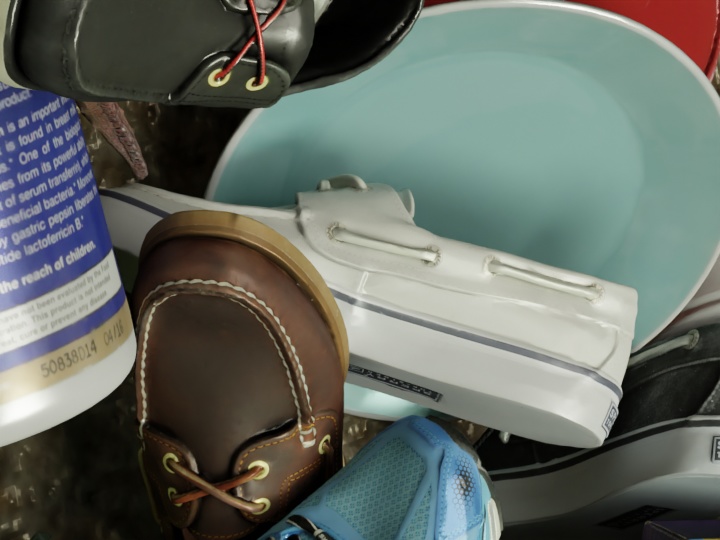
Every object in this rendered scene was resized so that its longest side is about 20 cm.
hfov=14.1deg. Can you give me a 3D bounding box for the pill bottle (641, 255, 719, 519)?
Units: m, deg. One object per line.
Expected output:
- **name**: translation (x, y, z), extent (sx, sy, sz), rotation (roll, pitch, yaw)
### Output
- **pill bottle**: translation (0.175, 0.090, 1.176), extent (0.114, 0.114, 0.201), rotation (13, 58, -44)

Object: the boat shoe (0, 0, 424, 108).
- **boat shoe**: translation (-0.042, -0.087, 0.891), extent (0.201, 0.063, 0.074), rotation (-21, 132, -61)

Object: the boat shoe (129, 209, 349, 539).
- **boat shoe**: translation (-0.038, 0.062, 0.976), extent (0.200, 0.070, 0.071), rotation (76, 22, -52)

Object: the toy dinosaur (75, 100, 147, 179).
- **toy dinosaur**: translation (-0.085, -0.125, 0.937), extent (0.086, 0.135, 0.201), rotation (-14, 100, -44)

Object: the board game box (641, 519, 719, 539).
- **board game box**: translation (0.164, 0.189, 1.041), extent (0.164, 0.057, 0.201), rotation (2, 102, -32)

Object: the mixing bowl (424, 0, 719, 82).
- **mixing bowl**: translation (0.068, -0.103, 1.110), extent (0.199, 0.108, 0.202), rotation (1, 88, -45)

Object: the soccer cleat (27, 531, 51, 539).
- **soccer cleat**: translation (-0.122, 0.130, 0.958), extent (0.200, 0.067, 0.081), rotation (22, 105, -52)

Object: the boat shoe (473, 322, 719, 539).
- **boat shoe**: translation (0.085, 0.061, 1.070), extent (0.073, 0.199, 0.069), rotation (10, 71, -24)

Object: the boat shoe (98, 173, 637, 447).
- **boat shoe**: translation (0.000, 0.000, 1.002), extent (0.199, 0.072, 0.066), rotation (18, 76, 1)

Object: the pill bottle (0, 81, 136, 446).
- **pill bottle**: translation (-0.145, -0.049, 0.890), extent (0.115, 0.115, 0.201), rotation (-26, 108, -42)

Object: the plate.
- **plate**: translation (0.038, -0.024, 1.053), extent (0.200, 0.200, 0.026), rotation (41, 23, -37)

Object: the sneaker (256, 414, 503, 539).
- **sneaker**: translation (-0.034, 0.125, 0.927), extent (0.200, 0.078, 0.090), rotation (-49, 139, -7)
